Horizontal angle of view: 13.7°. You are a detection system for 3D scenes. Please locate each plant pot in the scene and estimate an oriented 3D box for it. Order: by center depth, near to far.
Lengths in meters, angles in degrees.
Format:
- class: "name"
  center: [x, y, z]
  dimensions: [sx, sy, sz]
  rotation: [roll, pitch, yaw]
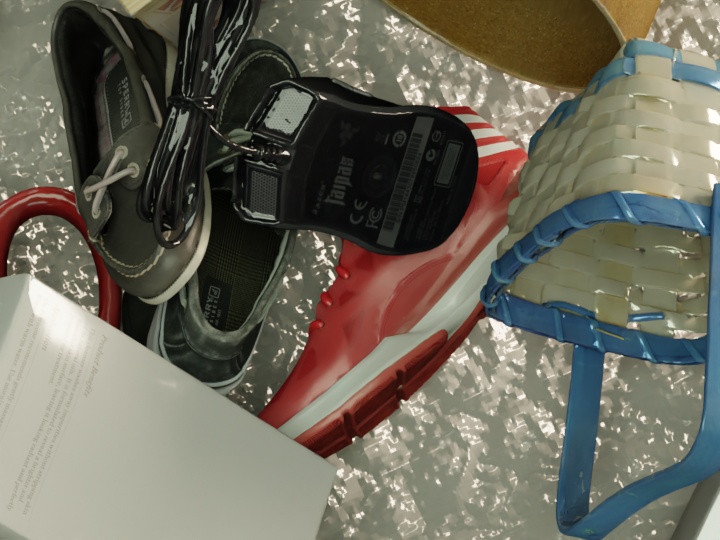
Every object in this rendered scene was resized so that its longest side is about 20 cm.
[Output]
- class: "plant pot"
  center: [0.095, -0.217, 1.406]
  dimensions: [0.186, 0.186, 0.200]
  rotation: [32, 77, 4]

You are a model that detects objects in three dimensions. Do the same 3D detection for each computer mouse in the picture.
- class: "computer mouse"
  center: [-0.021, -0.080, 1.355]
  dimensions: [0.046, 0.200, 0.141]
  rotation: [25, 107, 44]

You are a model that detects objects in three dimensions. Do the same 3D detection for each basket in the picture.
- class: "basket"
  center: [0.134, 0.010, 1.344]
  dimensions: [0.139, 0.176, 0.201]
  rotation: [16, 70, -15]

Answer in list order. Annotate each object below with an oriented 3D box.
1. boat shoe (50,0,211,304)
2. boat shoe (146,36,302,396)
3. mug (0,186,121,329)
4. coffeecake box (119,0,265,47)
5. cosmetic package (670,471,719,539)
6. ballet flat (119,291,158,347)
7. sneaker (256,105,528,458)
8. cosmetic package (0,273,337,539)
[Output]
- class: "boat shoe"
  center: [-0.115, -0.058, 1.401]
  dimensions: [0.057, 0.200, 0.067]
  rotation: [32, 115, -29]
- class: "boat shoe"
  center: [-0.051, -0.034, 1.414]
  dimensions: [0.072, 0.071, 0.201]
  rotation: [17, 57, -17]
- class: "mug"
  center: [-0.201, 0.053, 1.403]
  dimensions: [0.177, 0.133, 0.201]
  rotation: [-24, 77, 24]
- class: "coffeecake box"
  center: [-0.108, -0.189, 1.393]
  dimensions: [0.073, 0.200, 0.154]
  rotation: [-36, 86, 3]
- class: "cosmetic package"
  center: [0.200, 0.116, 1.415]
  dimensions: [0.085, 0.108, 0.201]
  rotation: [25, 92, 2]
- class: "ballet flat"
  center: [-0.102, 0.069, 1.456]
  dimensions: [0.068, 0.068, 0.201]
  rotation: [-4, 88, 12]
- class: "sneaker"
  center: [0.000, 0.000, 1.455]
  dimensions: [0.200, 0.078, 0.116]
  rotation: [-40, 78, -10]
- class: "cosmetic package"
  center: [-0.115, 0.097, 1.343]
  dimensions: [0.200, 0.081, 0.113]
  rotation: [37, 61, -33]
